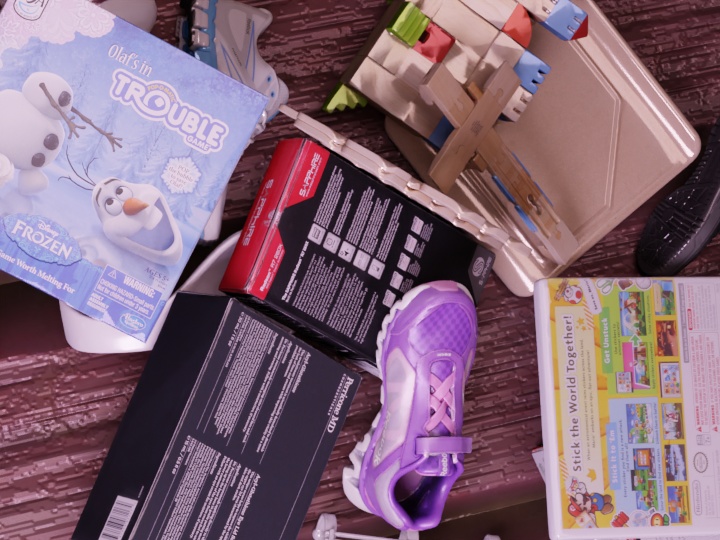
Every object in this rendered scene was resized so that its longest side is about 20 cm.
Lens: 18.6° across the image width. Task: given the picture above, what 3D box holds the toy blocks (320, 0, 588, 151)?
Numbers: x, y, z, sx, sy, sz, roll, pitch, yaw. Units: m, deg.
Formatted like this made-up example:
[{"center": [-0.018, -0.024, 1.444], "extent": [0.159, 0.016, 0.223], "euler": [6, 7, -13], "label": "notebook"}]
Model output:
[{"center": [0.083, -0.168, 1.698], "extent": [0.136, 0.100, 0.201], "euler": [35, 89, -12], "label": "toy blocks"}]

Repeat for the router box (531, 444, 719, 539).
[{"center": [0.257, 0.193, 1.724], "extent": [0.179, 0.049, 0.201], "euler": [-24, 87, -17], "label": "router box"}]

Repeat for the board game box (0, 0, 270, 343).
[{"center": [-0.197, -0.082, 1.575], "extent": [0.199, 0.043, 0.200], "euler": [27, 88, -8], "label": "board game box"}]

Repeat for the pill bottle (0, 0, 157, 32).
[{"center": [-0.220, -0.211, 1.647], "extent": [0.109, 0.110, 0.201], "euler": [-29, 88, -17], "label": "pill bottle"}]

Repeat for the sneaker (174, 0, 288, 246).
[{"center": [-0.097, -0.117, 1.683], "extent": [0.086, 0.075, 0.201], "euler": [6, 79, -18], "label": "sneaker"}]

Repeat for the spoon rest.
[{"center": [-0.122, 0.024, 1.649], "extent": [0.199, 0.061, 0.100], "euler": [-15, 117, -13], "label": "spoon rest"}]

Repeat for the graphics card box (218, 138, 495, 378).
[{"center": [0.000, 0.000, 1.656], "extent": [0.199, 0.051, 0.126], "euler": [29, 76, -31], "label": "graphics card box"}]

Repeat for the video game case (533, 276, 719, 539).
[{"center": [0.227, 0.105, 1.696], "extent": [0.181, 0.023, 0.201], "euler": [0, 80, -14], "label": "video game case"}]

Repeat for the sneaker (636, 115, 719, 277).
[{"center": [0.313, -0.064, 1.772], "extent": [0.104, 0.060, 0.200], "euler": [27, 98, -35], "label": "sneaker"}]

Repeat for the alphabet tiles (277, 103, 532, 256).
[{"center": [0.031, -0.065, 1.636], "extent": [0.195, 0.200, 0.015], "euler": [31, 91, 33], "label": "alphabet tiles"}]

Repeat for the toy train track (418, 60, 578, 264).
[{"center": [0.100, -0.079, 1.671], "extent": [0.200, 0.032, 0.115], "euler": [50, 63, -30], "label": "toy train track"}]

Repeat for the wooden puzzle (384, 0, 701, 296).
[{"center": [0.145, -0.107, 1.760], "extent": [0.200, 0.037, 0.185], "euler": [-39, 90, -12], "label": "wooden puzzle"}]

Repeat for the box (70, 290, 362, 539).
[{"center": [-0.103, 0.136, 1.602], "extent": [0.141, 0.079, 0.201], "euler": [32, 74, -34], "label": "box"}]

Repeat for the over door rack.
[{"center": [0.031, 0.287, 1.635], "extent": [0.147, 0.067, 0.201], "euler": [8, 58, -12], "label": "over door rack"}]

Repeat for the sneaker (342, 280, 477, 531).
[{"center": [0.050, 0.108, 1.624], "extent": [0.080, 0.089, 0.201], "euler": [5, 112, -23], "label": "sneaker"}]
